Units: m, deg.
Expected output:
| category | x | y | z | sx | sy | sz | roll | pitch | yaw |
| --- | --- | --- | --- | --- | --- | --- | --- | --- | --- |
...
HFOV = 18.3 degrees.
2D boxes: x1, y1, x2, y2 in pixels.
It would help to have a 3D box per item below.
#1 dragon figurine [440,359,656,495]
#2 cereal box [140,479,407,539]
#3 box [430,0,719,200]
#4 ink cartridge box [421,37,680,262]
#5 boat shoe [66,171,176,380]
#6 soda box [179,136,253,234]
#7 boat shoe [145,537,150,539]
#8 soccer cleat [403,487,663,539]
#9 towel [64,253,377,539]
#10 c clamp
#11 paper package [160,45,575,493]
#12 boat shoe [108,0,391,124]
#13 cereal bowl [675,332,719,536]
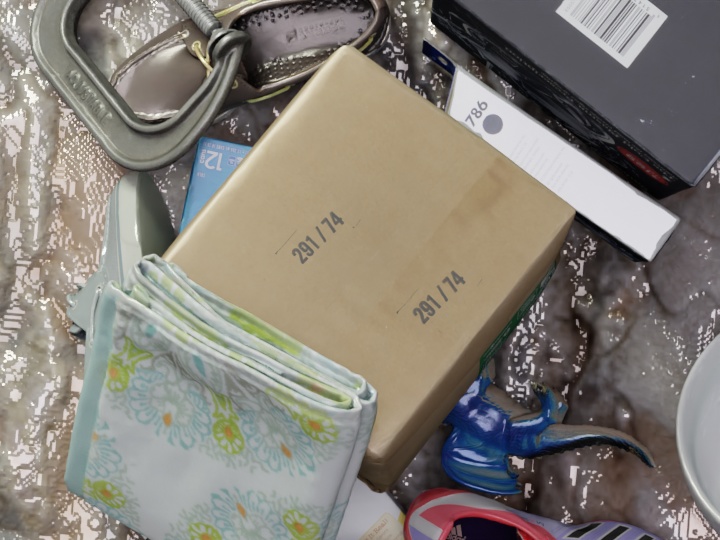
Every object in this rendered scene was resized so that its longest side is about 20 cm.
| category | x | y | z | sx | sy | sz | roll | pitch | yaw |
| --- | --- | --- | --- | --- | --- | --- | --- | --- | --- |
| dragon figurine | 0.087 | 0.113 | 1.458 | 0.200 | 0.059 | 0.100 | 25 | 92 | 6 |
| cereal box | -0.069 | 0.152 | 1.472 | 0.144 | 0.040 | 0.200 | -41 | 89 | 1 |
| box | 0.151 | -0.146 | 1.398 | 0.200 | 0.182 | 0.104 | 38 | 91 | 2 |
| ink cartridge box | 0.111 | -0.075 | 1.440 | 0.200 | 0.099 | 0.039 | 36 | 92 | 2 |
| boat shoe | -0.158 | 0.033 | 1.445 | 0.071 | 0.070 | 0.201 | -10 | 69 | 16 |
| soda box | -0.013 | -0.033 | 1.459 | 0.199 | 0.064 | 0.068 | 12 | 90 | 2 |
| boat shoe | -0.064 | 0.121 | 1.416 | 0.200 | 0.072 | 0.068 | -34 | 81 | 5 |
| soccer cleat | 0.123 | 0.187 | 1.433 | 0.199 | 0.076 | 0.067 | 17 | 95 | -14 |
| towel | -0.085 | 0.101 | 1.309 | 0.171 | 0.048 | 0.200 | 30 | 134 | 14 |
| c clamp | -0.137 | -0.169 | 1.447 | 0.171 | 0.027 | 0.200 | -40 | 62 | 11 |
| paper package | 0.000 | 0.000 | 1.359 | 0.190 | 0.103 | 0.200 | 37 | 77 | 8 |
| boat shoe | -0.076 | -0.142 | 1.463 | 0.199 | 0.060 | 0.072 | -17 | 90 | 1 |
| cereal bowl | 0.303 | 0.114 | 1.423 | 0.199 | 0.083 | 0.201 | -6 | 57 | 8 |
